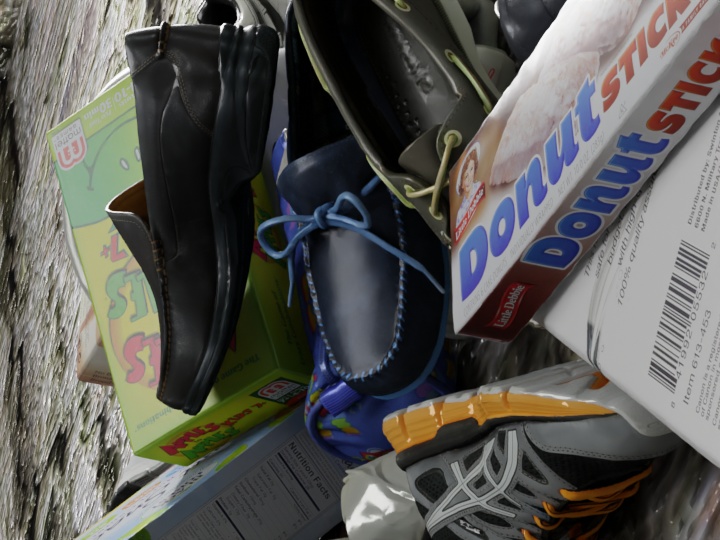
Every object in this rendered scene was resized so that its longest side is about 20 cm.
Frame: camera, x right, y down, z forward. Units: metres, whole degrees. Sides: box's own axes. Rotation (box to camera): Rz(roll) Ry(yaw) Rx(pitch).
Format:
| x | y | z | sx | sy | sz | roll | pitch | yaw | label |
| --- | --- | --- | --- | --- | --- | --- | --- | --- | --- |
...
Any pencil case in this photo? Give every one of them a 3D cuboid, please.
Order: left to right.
| x | y | z | sx | sy | sz | roll | pitch | yaw | label |
| --- | --- | --- | --- | --- | --- | --- | --- | --- | --- |
| 0.000 | 0.000 | 1.050 | 0.078 | 0.087 | 0.201 | -39 | 43 | 34 | pencil case |

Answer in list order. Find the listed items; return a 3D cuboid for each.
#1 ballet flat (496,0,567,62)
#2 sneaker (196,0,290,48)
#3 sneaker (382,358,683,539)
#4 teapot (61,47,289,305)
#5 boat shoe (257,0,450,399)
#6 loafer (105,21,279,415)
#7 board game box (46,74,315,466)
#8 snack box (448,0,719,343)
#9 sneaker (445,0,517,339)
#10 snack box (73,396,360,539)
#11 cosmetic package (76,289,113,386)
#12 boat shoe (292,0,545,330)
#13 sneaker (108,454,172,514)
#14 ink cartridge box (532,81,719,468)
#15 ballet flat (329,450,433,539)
| x | y | z | sx | sy | sz | roll | pitch | yaw | label |
| --- | --- | --- | --- | --- | --- | --- | --- | --- | --- |
| 0.075 | -0.160 | 0.929 | 0.200 | 0.073 | 0.073 | -100 | 27 | -45 | ballet flat |
| -0.072 | -0.110 | 1.363 | 0.076 | 0.087 | 0.201 | 120 | 153 | -42 | sneaker |
| 0.076 | 0.077 | 0.816 | 0.200 | 0.078 | 0.078 | 152 | 105 | -67 | sneaker |
| -0.072 | -0.036 | 1.229 | 0.199 | 0.146 | 0.198 | -12 | 85 | 35 | teapot |
| -0.013 | -0.036 | 0.945 | 0.084 | 0.069 | 0.201 | -28 | 56 | 24 | boat shoe |
| -0.086 | -0.026 | 0.990 | 0.073 | 0.072 | 0.201 | -86 | 5 | -70 | loafer |
| -0.095 | -0.009 | 1.100 | 0.101 | 0.048 | 0.201 | -31 | 63 | 24 | board game box |
| 0.077 | -0.056 | 0.665 | 0.200 | 0.024 | 0.072 | 124 | 151 | -52 | snack box |
| 0.040 | -0.060 | 0.998 | 0.099 | 0.078 | 0.201 | 125 | 150 | -43 | sneaker |
| -0.091 | 0.144 | 1.106 | 0.200 | 0.068 | 0.169 | -38 | 5 | -19 | snack box |
| -0.128 | 0.007 | 1.444 | 0.200 | 0.103 | 0.088 | 125 | 149 | -57 | cosmetic package |
| 0.037 | -0.055 | 0.890 | 0.072 | 0.060 | 0.202 | -46 | 65 | 36 | boat shoe |
| -0.112 | 0.113 | 1.410 | 0.200 | 0.074 | 0.087 | -56 | 15 | 37 | sneaker |
| 0.133 | -0.024 | 0.654 | 0.200 | 0.084 | 0.145 | -136 | 60 | -70 | ink cartridge box |
| 0.017 | 0.131 | 0.958 | 0.068 | 0.068 | 0.200 | -99 | 26 | -49 | ballet flat |
